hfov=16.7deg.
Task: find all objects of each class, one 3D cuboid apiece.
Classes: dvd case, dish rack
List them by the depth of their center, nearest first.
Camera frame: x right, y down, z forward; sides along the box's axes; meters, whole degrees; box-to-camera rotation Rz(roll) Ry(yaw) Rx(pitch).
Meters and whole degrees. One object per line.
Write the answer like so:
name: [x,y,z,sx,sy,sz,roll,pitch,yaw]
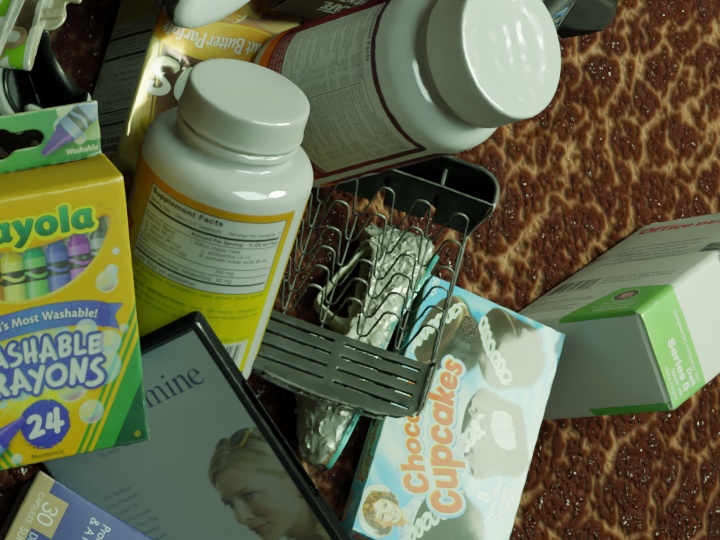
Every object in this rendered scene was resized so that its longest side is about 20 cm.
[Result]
dvd case: [-0.110,0.134,1.541,0.201,0.142,0.018,58,18,-21]
dish rack: [0.000,0.000,1.659,0.152,0.055,0.201,18,55,-2]

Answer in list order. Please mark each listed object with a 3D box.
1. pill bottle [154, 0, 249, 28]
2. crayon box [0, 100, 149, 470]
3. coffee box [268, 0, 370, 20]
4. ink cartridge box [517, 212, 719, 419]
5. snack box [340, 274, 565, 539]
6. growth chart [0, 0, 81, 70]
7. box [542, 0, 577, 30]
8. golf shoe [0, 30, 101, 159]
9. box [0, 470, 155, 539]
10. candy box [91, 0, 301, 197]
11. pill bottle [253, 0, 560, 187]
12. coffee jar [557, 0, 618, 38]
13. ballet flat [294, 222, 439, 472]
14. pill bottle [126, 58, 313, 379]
pill bottle: [-0.134,-0.260,1.554,0.106,0.106,0.200,-28,76,-42]
crayon box: [-0.197,0.012,1.429,0.125,0.052,0.202,-11,111,-17]
coffee box: [-0.027,-0.273,1.662,0.114,0.079,0.201,5,62,-51]
ink cartridge box: [0.225,0.032,1.865,0.200,0.145,0.085,-32,106,-41]
snack box: [0.066,0.117,1.747,0.116,0.037,0.201,23,67,-15]
growth chart: [-0.240,-0.167,1.469,0.018,0.144,0.201,91,21,-56]
box: [0.092,-0.171,1.736,0.044,0.200,0.160,44,46,11]
golf shoe: [-0.198,-0.062,1.507,0.078,0.094,0.201,-34,109,-42]
box: [-0.144,0.226,1.517,0.199,0.032,0.122,33,60,-15]
candy box: [-0.109,-0.135,1.628,0.115,0.055,0.201,31,63,-37]
pill bottle: [0.027,-0.123,1.579,0.109,0.199,0.111,11,74,-41]
coffee jar: [0.151,-0.284,1.880,0.104,0.085,0.202,18,71,-44]
ballet flat: [-0.011,0.049,1.703,0.072,0.071,0.201,48,53,-28]
pill bottle: [-0.095,-0.026,1.527,0.109,0.109,0.201,-13,132,-44]
